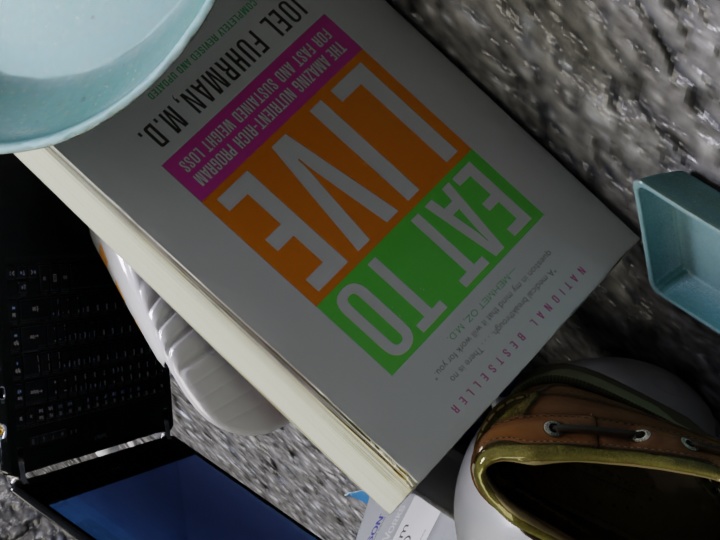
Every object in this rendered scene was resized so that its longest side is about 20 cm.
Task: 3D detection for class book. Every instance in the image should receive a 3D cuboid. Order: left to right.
[{"bbox_3d":[-0.016,-0.032,0.717,0.200,0.134,0.048,42,158,5],"label":"book"}]

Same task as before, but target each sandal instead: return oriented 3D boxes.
[{"bbox_3d":[-0.069,-0.035,0.757,0.207,0.079,0.059,63,161,9],"label":"sandal"}]

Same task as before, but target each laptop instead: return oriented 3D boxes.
[{"bbox_3d":[-0.065,0.044,0.798,0.103,0.201,0.177,-4,180,14],"label":"laptop"}]

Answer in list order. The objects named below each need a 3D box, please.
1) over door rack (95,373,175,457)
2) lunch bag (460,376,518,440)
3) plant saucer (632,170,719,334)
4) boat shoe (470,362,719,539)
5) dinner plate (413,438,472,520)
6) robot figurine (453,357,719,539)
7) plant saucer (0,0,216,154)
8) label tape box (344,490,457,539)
[{"bbox_3d":[-0.111,0.063,1.065,0.148,0.199,0.067,11,106,61],"label":"over door rack"},{"bbox_3d":[0.000,0.000,0.875,0.150,0.094,0.200,41,178,17],"label":"lunch bag"},{"bbox_3d":[0.171,0.032,0.631,0.200,0.019,0.070,34,160,30],"label":"plant saucer"},{"bbox_3d":[0.131,0.095,0.675,0.199,0.072,0.068,17,-162,14],"label":"boat shoe"},{"bbox_3d":[0.034,0.077,0.951,0.200,0.024,0.200,34,-171,-6],"label":"dinner plate"},{"bbox_3d":[0.113,0.115,0.796,0.169,0.113,0.200,-5,129,53],"label":"robot figurine"},{"bbox_3d":[-0.110,-0.138,0.661,0.200,0.201,0.036,38,-163,22],"label":"plant saucer"},{"bbox_3d":[0.072,0.176,1.060,0.143,0.066,0.200,32,165,-17],"label":"label tape box"}]
